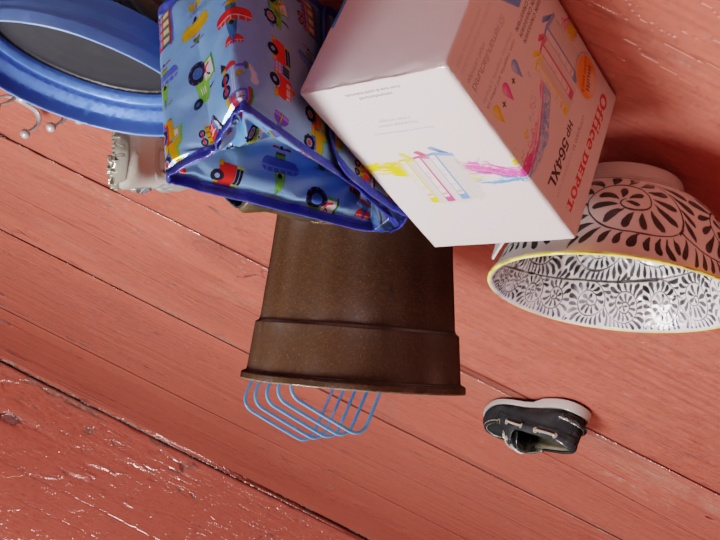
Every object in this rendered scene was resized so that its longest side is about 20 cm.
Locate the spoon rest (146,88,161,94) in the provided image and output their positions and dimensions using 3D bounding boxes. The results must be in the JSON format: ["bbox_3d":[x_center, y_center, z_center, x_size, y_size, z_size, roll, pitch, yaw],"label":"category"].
[{"bbox_3d":[-0.196,-0.176,0.948,0.198,0.061,0.099,-3,146,48],"label":"spoon rest"}]

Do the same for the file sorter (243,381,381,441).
[{"bbox_3d":[-0.066,0.161,1.453,0.138,0.124,0.199,33,157,-16],"label":"file sorter"}]

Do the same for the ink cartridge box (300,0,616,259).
[{"bbox_3d":[0.080,-0.113,0.703,0.124,0.130,0.200,-2,146,42],"label":"ink cartridge box"}]

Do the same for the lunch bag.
[{"bbox_3d":[-0.040,-0.116,0.736,0.198,0.153,0.093,20,140,-41],"label":"lunch bag"}]

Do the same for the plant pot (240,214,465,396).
[{"bbox_3d":[0.000,0.000,0.884,0.196,0.203,0.200,4,177,0],"label":"plant pot"}]

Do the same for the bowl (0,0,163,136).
[{"bbox_3d":[-0.218,-0.165,0.812,0.197,0.040,0.201,12,166,3],"label":"bowl"}]

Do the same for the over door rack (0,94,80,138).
[{"bbox_3d":[-0.394,-0.212,1.073,0.146,0.067,0.200,-1,146,46],"label":"over door rack"}]

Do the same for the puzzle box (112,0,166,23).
[{"bbox_3d":[-0.178,-0.223,0.758,0.131,0.026,0.200,7,155,32],"label":"puzzle box"}]

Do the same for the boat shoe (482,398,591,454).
[{"bbox_3d":[0.218,0.209,1.334,0.075,0.061,0.199,32,157,-15],"label":"boat shoe"}]

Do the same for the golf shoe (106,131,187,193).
[{"bbox_3d":[-0.203,-0.116,1.040,0.095,0.080,0.200,5,-177,-1],"label":"golf shoe"}]

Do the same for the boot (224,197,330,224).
[{"bbox_3d":[-0.083,-0.121,0.796,0.096,0.202,0.075,-4,143,-42],"label":"boot"}]

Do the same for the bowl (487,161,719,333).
[{"bbox_3d":[0.201,-0.023,0.787,0.196,0.096,0.201,9,164,2],"label":"bowl"}]
